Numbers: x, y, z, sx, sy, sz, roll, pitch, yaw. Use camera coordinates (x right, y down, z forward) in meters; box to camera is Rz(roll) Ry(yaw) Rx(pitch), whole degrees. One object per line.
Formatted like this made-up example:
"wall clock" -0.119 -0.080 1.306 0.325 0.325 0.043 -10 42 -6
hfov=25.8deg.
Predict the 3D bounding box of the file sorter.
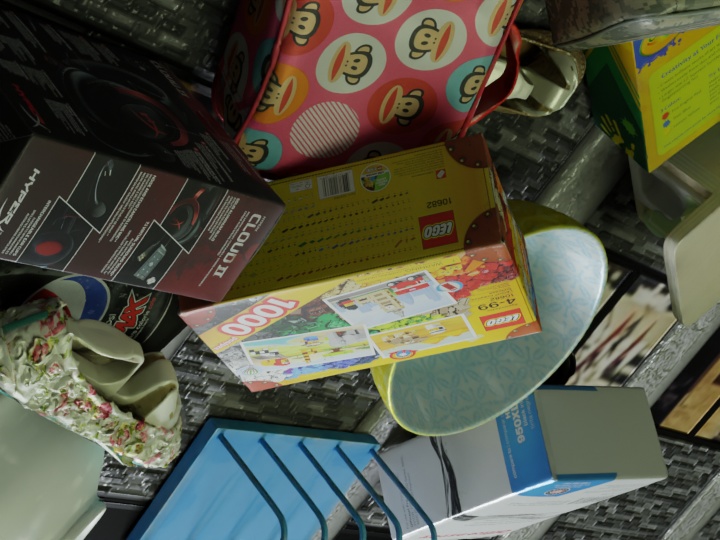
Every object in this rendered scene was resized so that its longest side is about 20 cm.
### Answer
"file sorter" -0.057 0.215 1.253 0.200 0.123 0.139 14 117 -49

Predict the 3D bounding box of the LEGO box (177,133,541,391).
"LEGO box" 0.000 0.000 0.987 0.200 0.077 0.149 -12 155 10

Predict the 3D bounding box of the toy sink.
"toy sink" 0.292 -0.076 1.290 0.200 0.112 0.130 -40 145 -11

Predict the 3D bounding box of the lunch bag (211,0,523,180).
"lunch bag" 0.017 -0.138 0.946 0.176 0.082 0.200 8 128 -24

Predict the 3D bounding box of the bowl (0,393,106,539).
"bowl" -0.222 0.154 0.976 0.201 0.090 0.201 -50 178 -2

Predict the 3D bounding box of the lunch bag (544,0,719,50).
"lunch bag" 0.208 -0.238 0.987 0.200 0.139 0.168 -13 95 -21

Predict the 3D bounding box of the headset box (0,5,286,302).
"headset box" -0.146 -0.065 0.848 0.200 0.149 0.075 13 119 -50

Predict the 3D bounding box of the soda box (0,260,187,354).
"soda box" -0.182 -0.009 0.939 0.063 0.071 0.200 -42 145 11

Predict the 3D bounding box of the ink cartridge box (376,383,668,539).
"ink cartridge box" 0.133 0.166 1.335 0.145 0.084 0.200 5 155 -41

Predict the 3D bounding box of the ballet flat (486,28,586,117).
"ballet flat" 0.104 -0.133 1.087 0.200 0.065 0.071 2 124 -46

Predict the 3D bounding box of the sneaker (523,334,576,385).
"sneaker" 0.137 0.084 1.331 0.077 0.084 0.200 -34 146 -10

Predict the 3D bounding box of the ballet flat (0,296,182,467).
"ballet flat" -0.148 0.069 0.938 0.064 0.076 0.200 -31 151 12

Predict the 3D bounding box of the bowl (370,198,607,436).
"bowl" 0.075 0.015 1.180 0.200 0.108 0.200 -26 143 -22

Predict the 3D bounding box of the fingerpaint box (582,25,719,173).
"fingerpaint box" 0.260 -0.196 1.163 0.200 0.073 0.167 -36 146 -9
